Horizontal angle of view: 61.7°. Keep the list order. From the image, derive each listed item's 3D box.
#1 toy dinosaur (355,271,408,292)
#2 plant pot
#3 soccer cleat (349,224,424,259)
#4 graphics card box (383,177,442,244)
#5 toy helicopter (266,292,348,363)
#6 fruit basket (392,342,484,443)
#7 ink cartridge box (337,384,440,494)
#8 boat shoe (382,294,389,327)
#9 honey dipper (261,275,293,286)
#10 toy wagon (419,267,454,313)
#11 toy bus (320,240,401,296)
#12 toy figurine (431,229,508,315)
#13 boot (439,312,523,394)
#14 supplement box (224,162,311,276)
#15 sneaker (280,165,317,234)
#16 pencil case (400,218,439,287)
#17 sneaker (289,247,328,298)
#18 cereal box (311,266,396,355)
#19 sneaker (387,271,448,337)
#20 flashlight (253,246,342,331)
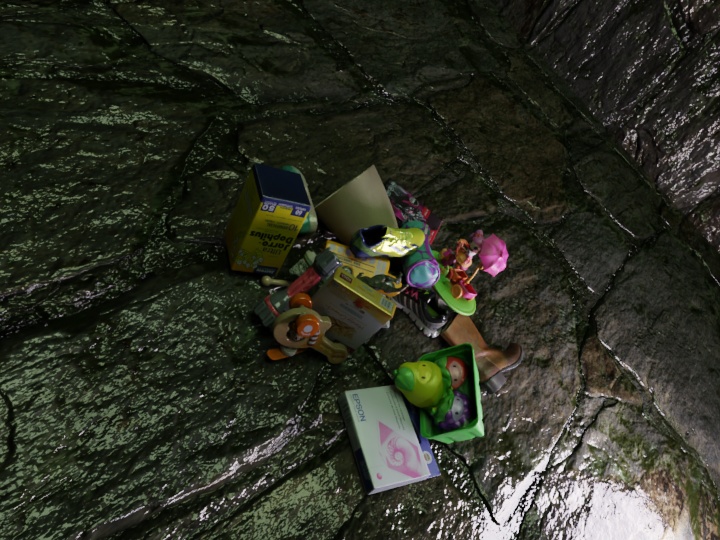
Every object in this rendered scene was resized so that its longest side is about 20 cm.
[{"bbox_3d":[0.041,0.027,1.311,0.087,0.197,0.049,-6,100,-52],"label":"toy dinosaur"},{"bbox_3d":[0.012,-0.120,1.471,0.202,0.186,0.187,55,42,-8],"label":"plant pot"},{"bbox_3d":[0.069,-0.072,1.374,0.197,0.084,0.066,-9,61,-26],"label":"soccer cleat"},{"bbox_3d":[0.124,-0.151,1.654,0.199,0.051,0.126,38,43,-4],"label":"graphics card box"},{"bbox_3d":[-0.102,0.145,1.220,0.199,0.132,0.079,38,17,-40],"label":"toy helicopter"},{"bbox_3d":[0.171,0.250,1.291,0.216,0.153,0.219,45,35,-44],"label":"fruit basket"},{"bbox_3d":[0.067,0.335,1.234,0.197,0.043,0.199,-1,57,-35],"label":"ink cartridge box"},{"bbox_3d":[0.021,0.086,1.338,0.200,0.062,0.072,44,40,-68],"label":"boat shoe"},{"bbox_3d":[-0.125,0.034,1.334,0.197,0.038,0.039,10,51,-29],"label":"honey dipper"},{"bbox_3d":[0.206,0.017,1.571,0.154,0.040,0.202,28,38,-28],"label":"toy wagon"},{"bbox_3d":[0.000,0.000,1.403,0.196,0.065,0.080,18,74,-12],"label":"toy bus"},{"bbox_3d":[0.277,-0.025,1.488,0.148,0.184,0.202,11,45,-41],"label":"toy figurine"},{"bbox_3d":[0.304,0.180,1.514,0.188,0.068,0.201,-38,87,-34],"label":"boot"},{"bbox_3d":[-0.197,-0.102,1.256,0.107,0.201,0.111,8,41,-30],"label":"supplement box"},{"bbox_3d":[-0.168,-0.173,1.440,0.079,0.072,0.202,-3,55,-33],"label":"sneaker"},{"bbox_3d":[0.143,-0.045,1.487,0.085,0.092,0.202,35,26,-25],"label":"pencil case"},{"bbox_3d":[-0.085,0.053,1.310,0.202,0.088,0.077,58,4,-7],"label":"sneaker"},{"bbox_3d":[-0.035,0.090,1.234,0.142,0.200,0.040,31,48,-10],"label":"cereal box"},{"bbox_3d":[0.139,0.067,1.464,0.200,0.088,0.074,47,43,5],"label":"sneaker"},{"bbox_3d":[-0.125,0.035,1.222,0.068,0.199,0.068,47,3,-47],"label":"flashlight"}]
